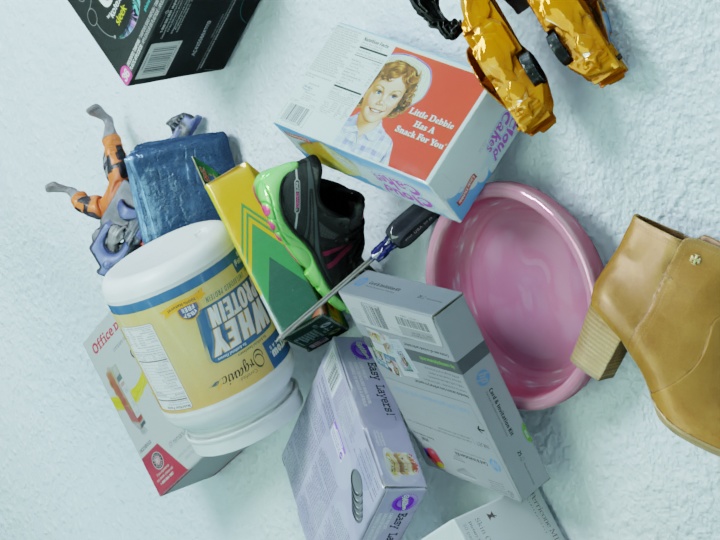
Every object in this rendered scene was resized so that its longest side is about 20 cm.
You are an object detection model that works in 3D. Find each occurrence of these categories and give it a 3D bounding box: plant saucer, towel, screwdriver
[{"bbox_3d":[0.143,0.019,1.532,0.200,0.051,0.201,18,115,44],"label":"plant saucer"},{"bbox_3d":[-0.171,-0.039,1.821,0.111,0.049,0.201,-11,97,4],"label":"towel"},{"bbox_3d":[0.000,0.000,1.614,0.200,0.029,0.028,-43,71,5],"label":"screwdriver"}]

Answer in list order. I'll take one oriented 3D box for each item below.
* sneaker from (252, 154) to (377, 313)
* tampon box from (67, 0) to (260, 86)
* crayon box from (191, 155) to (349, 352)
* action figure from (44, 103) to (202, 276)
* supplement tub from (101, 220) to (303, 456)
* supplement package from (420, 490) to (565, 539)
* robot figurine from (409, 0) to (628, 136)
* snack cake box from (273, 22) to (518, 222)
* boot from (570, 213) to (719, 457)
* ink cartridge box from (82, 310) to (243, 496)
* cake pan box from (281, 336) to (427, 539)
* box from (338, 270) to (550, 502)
[{"bbox_3d":[-0.022,-0.031,1.629,0.084,0.200,0.077,-31,47,7],"label":"sneaker"},{"bbox_3d":[-0.208,-0.311,1.751,0.200,0.126,0.150,53,134,22],"label":"tampon box"},{"bbox_3d":[-0.086,-0.025,1.713,0.051,0.127,0.201,-29,78,6],"label":"crayon box"},{"bbox_3d":[-0.230,-0.095,1.901,0.193,0.105,0.200,43,101,23],"label":"action figure"},{"bbox_3d":[-0.152,0.067,1.742,0.144,0.145,0.201,-7,114,48],"label":"supplement tub"},{"bbox_3d":[0.127,0.323,1.603,0.156,0.111,0.201,-41,72,47],"label":"supplement package"},{"bbox_3d":[0.126,-0.219,1.445,0.145,0.058,0.201,-33,75,17],"label":"robot figurine"},{"bbox_3d":[0.033,-0.134,1.549,0.200,0.067,0.115,25,77,41],"label":"snack cake box"},{"bbox_3d":[0.273,0.054,1.392,0.201,0.071,0.144,31,107,18],"label":"boot"},{"bbox_3d":[-0.203,0.121,1.919,0.145,0.083,0.201,-44,70,46],"label":"ink cartridge box"},{"bbox_3d":[-0.012,0.191,1.705,0.200,0.052,0.185,-112,35,-42],"label":"cake pan box"},{"bbox_3d":[0.074,0.101,1.567,0.156,0.041,0.201,13,133,58],"label":"box"}]
